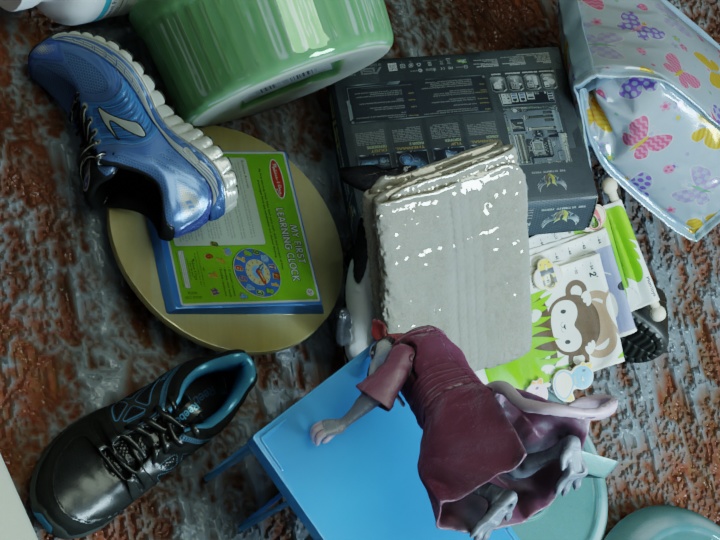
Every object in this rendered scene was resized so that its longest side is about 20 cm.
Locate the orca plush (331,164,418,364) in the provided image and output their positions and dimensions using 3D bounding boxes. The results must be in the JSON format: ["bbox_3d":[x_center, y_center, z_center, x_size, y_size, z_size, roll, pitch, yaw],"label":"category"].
[{"bbox_3d":[0.000,0.000,1.631,0.105,0.071,0.201,-33,132,-24],"label":"orca plush"}]

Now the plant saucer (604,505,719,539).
[{"bbox_3d":[0.271,0.291,1.725,0.199,0.027,0.202,12,68,-31],"label":"plant saucer"}]

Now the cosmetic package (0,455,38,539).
[{"bbox_3d":[-0.289,0.162,1.412,0.087,0.103,0.201,-20,80,-35],"label":"cosmetic package"}]

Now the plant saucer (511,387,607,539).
[{"bbox_3d":[0.123,0.173,1.696,0.198,0.027,0.202,12,65,-27],"label":"plant saucer"}]

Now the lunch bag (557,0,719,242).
[{"bbox_3d":[0.241,-0.150,1.798,0.199,0.127,0.170,37,28,-29],"label":"lunch bag"}]

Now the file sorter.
[{"bbox_3d":[-0.002,0.185,1.558,0.138,0.123,0.201,-35,91,-36],"label":"file sorter"}]

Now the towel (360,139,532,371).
[{"bbox_3d":[0.067,0.002,1.604,0.131,0.202,0.034,-18,36,-19],"label":"towel"}]

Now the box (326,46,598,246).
[{"bbox_3d":[0.080,-0.101,1.707,0.198,0.051,0.159,-6,56,-9],"label":"box"}]

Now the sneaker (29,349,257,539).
[{"bbox_3d":[-0.157,0.117,1.519,0.200,0.082,0.073,-41,95,-34],"label":"sneaker"}]

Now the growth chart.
[{"bbox_3d":[0.158,0.032,1.709,0.199,0.018,0.146,-29,96,-20],"label":"growth chart"}]

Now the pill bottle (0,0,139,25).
[{"bbox_3d":[-0.192,-0.255,1.631,0.199,0.111,0.112,-18,80,-34],"label":"pill bottle"}]

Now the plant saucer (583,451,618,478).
[{"bbox_3d":[0.103,0.134,1.644,0.198,0.070,0.019,16,80,-24],"label":"plant saucer"}]

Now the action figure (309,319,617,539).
[{"bbox_3d":[0.060,0.091,1.469,0.133,0.150,0.200,1,38,-39],"label":"action figure"}]

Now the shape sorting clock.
[{"bbox_3d":[-0.104,-0.024,1.632,0.198,0.039,0.202,12,57,-19],"label":"shape sorting clock"}]

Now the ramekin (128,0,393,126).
[{"bbox_3d":[-0.071,-0.187,1.627,0.199,0.200,0.099,-20,87,-34],"label":"ramekin"}]

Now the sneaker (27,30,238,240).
[{"bbox_3d":[-0.185,-0.100,1.575,0.200,0.079,0.089,42,61,17],"label":"sneaker"}]

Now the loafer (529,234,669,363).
[{"bbox_3d":[0.182,-0.002,1.782,0.200,0.073,0.072,40,44,-14],"label":"loafer"}]
